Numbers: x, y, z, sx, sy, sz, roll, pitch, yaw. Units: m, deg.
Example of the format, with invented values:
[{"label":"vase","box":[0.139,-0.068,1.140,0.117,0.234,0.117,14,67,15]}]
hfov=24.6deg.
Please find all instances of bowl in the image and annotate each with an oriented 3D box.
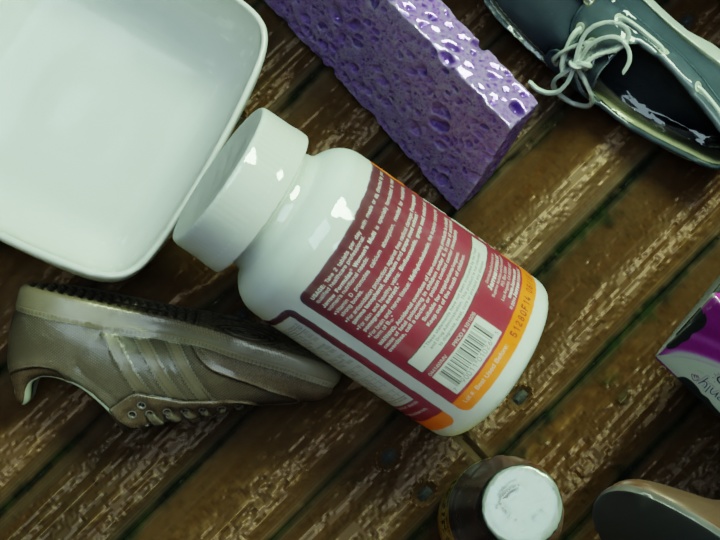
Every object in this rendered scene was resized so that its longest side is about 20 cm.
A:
[{"label":"bowl","box":[-0.174,-0.104,1.005,0.199,0.075,0.200,28,79,3]}]

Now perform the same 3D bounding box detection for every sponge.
[{"label":"sponge","box":[0.015,-0.138,0.996,0.030,0.112,0.200,-39,82,-25]}]

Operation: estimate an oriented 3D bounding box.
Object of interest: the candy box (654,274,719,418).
[{"label":"candy box","box":[0.267,0.035,0.938,0.136,0.061,0.200,44,41,7]}]

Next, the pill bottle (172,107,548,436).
[{"label":"pill bottle","box":[0.000,0.000,0.943,0.200,0.110,0.110,35,79,-14]}]

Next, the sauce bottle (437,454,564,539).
[{"label":"sauce bottle","box":[0.077,0.132,0.900,0.066,0.200,0.066,0,77,0]}]

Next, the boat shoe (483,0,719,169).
[{"label":"boat shoe","box":[0.155,-0.129,1.015,0.200,0.075,0.062,36,44,-1]}]

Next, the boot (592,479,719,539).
[{"label":"boot","box":[0.220,0.104,0.926,0.186,0.064,0.201,32,45,-13]}]

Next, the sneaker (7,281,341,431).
[{"label":"sneaker","box":[-0.113,0.062,0.988,0.199,0.070,0.076,13,98,5]}]
